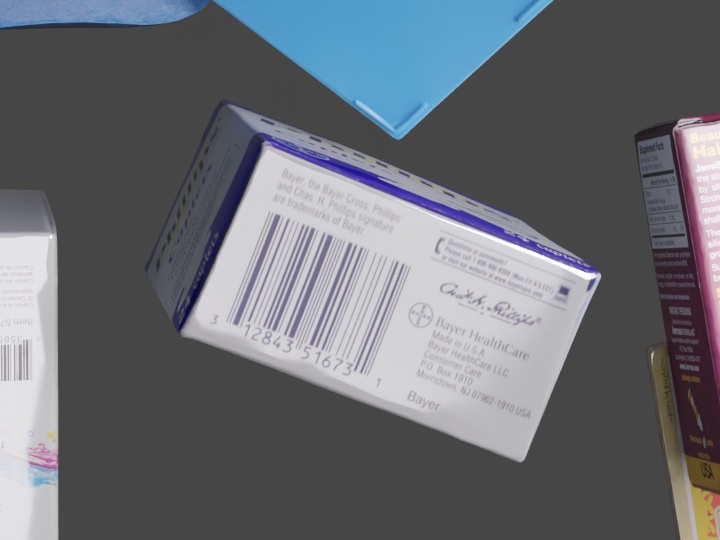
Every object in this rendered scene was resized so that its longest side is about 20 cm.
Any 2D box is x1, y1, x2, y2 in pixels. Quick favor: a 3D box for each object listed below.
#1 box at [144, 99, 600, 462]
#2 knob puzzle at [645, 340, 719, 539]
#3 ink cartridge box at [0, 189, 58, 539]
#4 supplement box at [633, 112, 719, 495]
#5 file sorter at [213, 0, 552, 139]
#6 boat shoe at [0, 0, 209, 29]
[{"bbox_3d":[0.000,0.000,1.269,0.183,0.200,0.106,21,95,-13],"label":"box"},{"bbox_3d":[0.274,0.110,1.425,0.218,0.030,0.222,-2,100,-10],"label":"knob puzzle"},{"bbox_3d":[-0.228,0.067,1.270,0.144,0.145,0.202,0,100,-10],"label":"ink cartridge box"},{"bbox_3d":[0.232,0.011,1.346,0.130,0.103,0.202,-9,91,-7],"label":"supplement box"},{"bbox_3d":[-0.004,-0.196,1.253,0.199,0.123,0.139,36,133,-15],"label":"file sorter"},{"bbox_3d":[-0.177,-0.154,1.280,0.198,0.069,0.085,12,100,-15],"label":"boat shoe"}]
